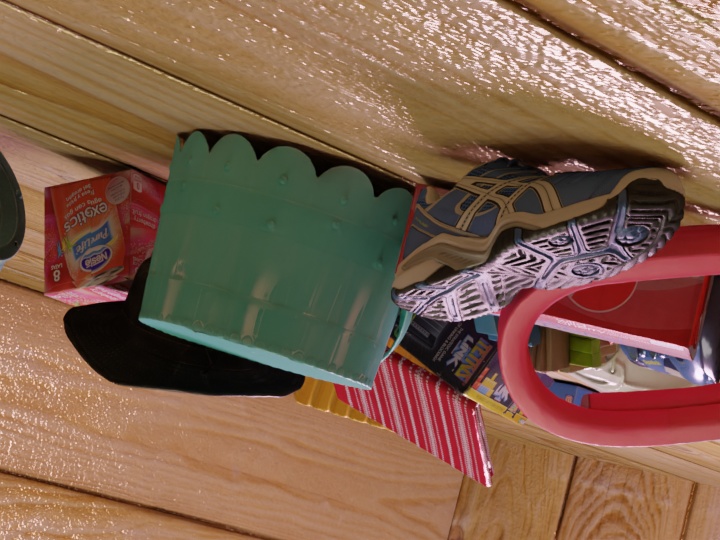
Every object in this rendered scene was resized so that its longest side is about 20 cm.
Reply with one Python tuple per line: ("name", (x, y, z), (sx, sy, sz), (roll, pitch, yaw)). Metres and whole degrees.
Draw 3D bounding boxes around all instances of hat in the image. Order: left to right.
("hat", (-0.132, 0.031, 1.301), (0.198, 0.082, 0.201), (14, -160, -5))

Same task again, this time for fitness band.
("fitness band", (0.181, 0.039, 0.983), (0.197, 0.038, 0.145), (-6, 125, 8))

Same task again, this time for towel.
("towel", (0.041, 0.117, 1.560), (0.199, 0.023, 0.145), (29, 153, 30))

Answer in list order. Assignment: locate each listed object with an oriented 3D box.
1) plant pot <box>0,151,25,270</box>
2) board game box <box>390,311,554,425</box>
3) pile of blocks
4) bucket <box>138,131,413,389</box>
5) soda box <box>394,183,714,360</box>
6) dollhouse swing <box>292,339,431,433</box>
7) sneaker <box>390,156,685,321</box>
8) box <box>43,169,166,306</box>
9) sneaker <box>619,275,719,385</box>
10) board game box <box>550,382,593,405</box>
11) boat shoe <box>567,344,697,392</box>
("plant pot", (-0.375, -0.046, 1.420), (0.133, 0.203, 0.200), (-17, 160, 21))
("board game box", (0.071, 0.054, 1.430), (0.165, 0.057, 0.200), (37, -178, 22))
("pile of blocks", (0.146, 0.037, 1.257), (0.199, 0.083, 0.062), (23, 170, -41))
("bucket", (-0.056, -0.003, 1.173), (0.205, 0.136, 0.207), (17, 174, 2))
("soda box", (0.126, 0.000, 1.068), (0.198, 0.071, 0.063), (13, 173, 16))
("dollhouse swing", (0.021, 0.091, 1.657), (0.198, 0.184, 0.176), (17, -167, -9))
("sneaker", (0.093, -0.031, 0.922), (0.199, 0.078, 0.075), (-16, 149, 42))
("box", (-0.187, -0.009, 1.459), (0.094, 0.101, 0.200), (-10, 162, 24))
("sneaker", (0.222, 0.041, 1.169), (0.081, 0.075, 0.200), (17, 172, 7))
("board game box", (0.269, 0.183, 2.243), (0.151, 0.046, 0.199), (21, 171, -38))
("boat shoe", (0.207, 0.071, 1.413), (0.198, 0.074, 0.067), (13, 175, 24))
